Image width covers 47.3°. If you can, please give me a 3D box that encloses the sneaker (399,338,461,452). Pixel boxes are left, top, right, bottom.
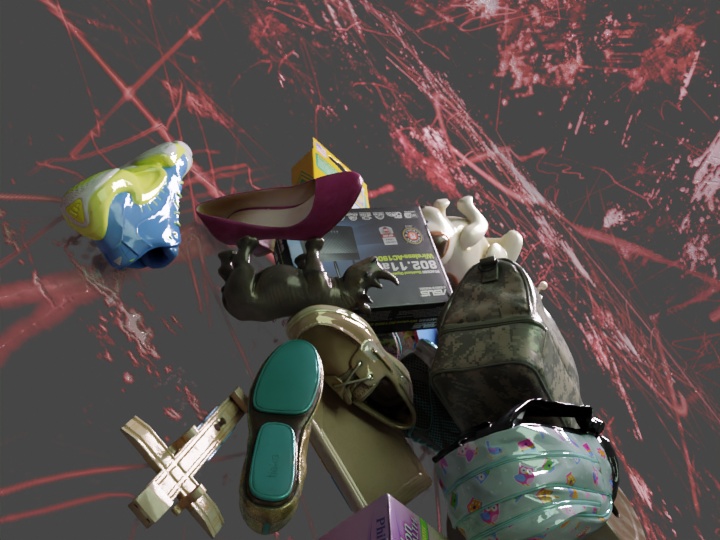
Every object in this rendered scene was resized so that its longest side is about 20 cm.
[{"bbox_3d":[0.083,0.186,1.013,0.202,0.090,0.077,66,-17,-18],"label":"sneaker"}]

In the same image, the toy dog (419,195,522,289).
[{"bbox_3d":[0.140,-0.032,1.373,0.199,0.196,0.139,26,-3,-39],"label":"toy dog"}]

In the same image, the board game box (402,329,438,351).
[{"bbox_3d":[0.084,0.113,1.142,0.200,0.038,0.160,-59,131,-75],"label":"board game box"}]

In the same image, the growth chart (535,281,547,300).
[{"bbox_3d":[0.228,0.120,1.256,0.018,0.145,0.201,33,41,-14],"label":"growth chart"}]

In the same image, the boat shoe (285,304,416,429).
[{"bbox_3d":[-0.002,0.107,0.873,0.200,0.072,0.065,44,17,-39],"label":"boat shoe"}]

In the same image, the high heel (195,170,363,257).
[{"bbox_3d":[-0.091,-0.076,0.899,0.095,0.198,0.068,32,55,-35],"label":"high heel"}]

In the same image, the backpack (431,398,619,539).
[{"bbox_3d":[0.163,0.211,0.804,0.199,0.166,0.128,24,34,-52],"label":"backpack"}]

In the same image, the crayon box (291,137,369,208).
[{"bbox_3d":[-0.041,-0.092,1.203,0.125,0.051,0.201,39,27,-30],"label":"crayon box"}]

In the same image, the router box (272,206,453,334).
[{"bbox_3d":[0.000,0.000,0.995,0.197,0.062,0.152,-4,55,-22],"label":"router box"}]

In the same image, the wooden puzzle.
[{"bbox_3d":[-0.009,0.178,0.892,0.186,0.037,0.199,57,18,13],"label":"wooden puzzle"}]

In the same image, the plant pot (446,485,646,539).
[{"bbox_3d":[0.225,0.314,0.954,0.200,0.173,0.201,41,24,-22],"label":"plant pot"}]

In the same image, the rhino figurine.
[{"bbox_3d":[-0.056,0.015,0.883,0.196,0.060,0.089,1,61,-6],"label":"rhino figurine"}]

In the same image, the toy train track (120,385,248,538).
[{"bbox_3d":[-0.131,0.146,0.699,0.115,0.032,0.200,50,21,-4],"label":"toy train track"}]

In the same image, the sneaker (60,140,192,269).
[{"bbox_3d":[-0.211,-0.058,0.816,0.106,0.075,0.200,60,28,-11],"label":"sneaker"}]

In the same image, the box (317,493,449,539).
[{"bbox_3d":[0.058,0.331,0.706,0.200,0.096,0.177,42,24,-24],"label":"box"}]

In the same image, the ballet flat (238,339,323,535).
[{"bbox_3d":[-0.075,0.151,0.754,0.071,0.070,0.201,40,31,-24],"label":"ballet flat"}]

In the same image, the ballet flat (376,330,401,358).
[{"bbox_3d":[-0.025,0.041,1.033,0.070,0.069,0.201,-6,54,-43],"label":"ballet flat"}]

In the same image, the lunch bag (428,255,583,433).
[{"bbox_3d":[0.176,0.104,0.952,0.201,0.138,0.169,55,39,-36],"label":"lunch bag"}]
